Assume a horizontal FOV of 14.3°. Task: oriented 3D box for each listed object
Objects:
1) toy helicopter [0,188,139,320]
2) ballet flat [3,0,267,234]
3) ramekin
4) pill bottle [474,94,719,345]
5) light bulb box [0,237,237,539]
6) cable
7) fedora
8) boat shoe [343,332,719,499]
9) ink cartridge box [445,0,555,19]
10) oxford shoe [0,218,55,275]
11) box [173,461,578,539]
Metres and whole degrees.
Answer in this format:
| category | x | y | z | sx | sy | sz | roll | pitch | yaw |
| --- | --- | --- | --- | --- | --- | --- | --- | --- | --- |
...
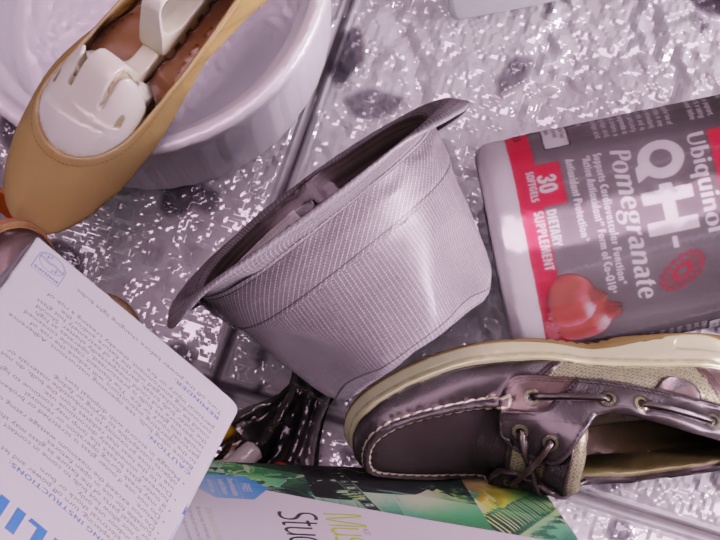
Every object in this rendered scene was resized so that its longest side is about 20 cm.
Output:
| category | x | y | z | sx | sy | sz | roll | pitch | yaw |
| --- | --- | --- | --- | --- | --- | --- | --- | --- | --- |
| toy helicopter | -0.201 | -0.002 | 1.462 | 0.199 | 0.079 | 0.133 | 22 | 68 | 1 |
| ballet flat | -0.107 | -0.107 | 1.374 | 0.069 | 0.063 | 0.200 | 35 | 81 | 15 |
| ramekin | -0.107 | -0.138 | 1.467 | 0.199 | 0.098 | 0.201 | -2 | 73 | 6 |
| pill bottle | 0.161 | -0.027 | 1.398 | 0.199 | 0.111 | 0.111 | -12 | 72 | 3 |
| light bulb box | -0.175 | 0.126 | 1.220 | 0.125 | 0.200 | 0.198 | 39 | 117 | -7 |
| cable | -0.034 | 0.074 | 1.420 | 0.097 | 0.050 | 0.200 | 36 | 80 | 11 |
| fedora | 0.000 | 0.000 | 1.353 | 0.177 | 0.200 | 0.090 | -37 | 96 | -5 |
| boat shoe | 0.093 | 0.074 | 1.366 | 0.199 | 0.073 | 0.065 | -9 | 51 | -7 |
| ink cartridge box | 0.089 | -0.235 | 1.423 | 0.144 | 0.200 | 0.146 | -12 | 72 | 5 |
| oxford shoe | -0.139 | 0.073 | 1.357 | 0.071 | 0.073 | 0.201 | -16 | 99 | -33 |
| box | 0.000 | 0.127 | 1.328 | 0.199 | 0.144 | 0.037 | 4 | 104 | -12 |
